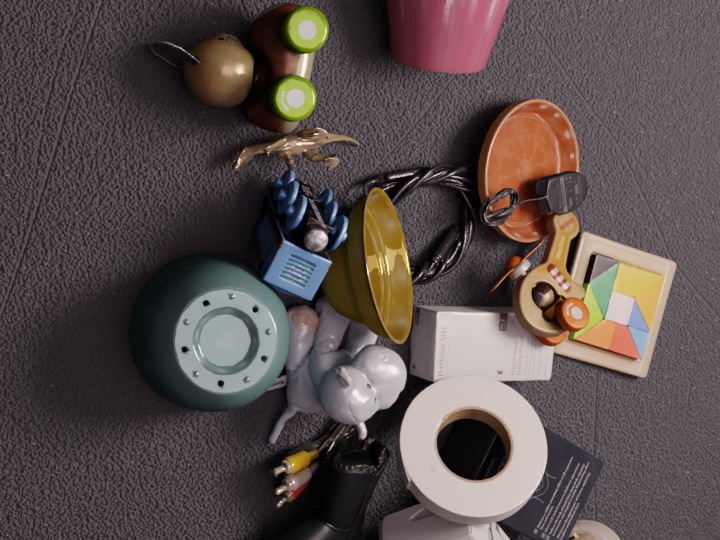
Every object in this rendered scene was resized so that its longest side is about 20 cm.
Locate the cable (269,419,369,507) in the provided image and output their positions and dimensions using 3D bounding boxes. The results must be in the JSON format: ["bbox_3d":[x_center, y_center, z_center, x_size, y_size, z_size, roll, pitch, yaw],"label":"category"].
[{"bbox_3d":[-0.046,0.248,1.685,0.199,0.050,0.098,-29,141,-30],"label":"cable"}]

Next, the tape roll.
[{"bbox_3d":[0.147,0.237,1.667,0.201,0.037,0.204,2,61,-4],"label":"tape roll"}]

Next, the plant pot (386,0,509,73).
[{"bbox_3d":[0.113,-0.360,1.629,0.198,0.200,0.181,-5,114,-26],"label":"plant pot"}]

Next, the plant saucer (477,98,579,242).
[{"bbox_3d":[0.235,-0.142,1.775,0.199,0.032,0.202,-10,106,-40],"label":"plant saucer"}]

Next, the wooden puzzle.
[{"bbox_3d":[0.387,0.054,1.893,0.199,0.037,0.187,16,89,-28],"label":"wooden puzzle"}]

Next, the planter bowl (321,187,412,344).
[{"bbox_3d":[0.000,0.000,1.607,0.083,0.200,0.202,-10,104,17],"label":"planter bowl"}]

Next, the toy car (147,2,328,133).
[{"bbox_3d":[-0.157,-0.260,1.524,0.198,0.164,0.159,10,92,-15],"label":"toy car"}]

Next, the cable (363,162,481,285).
[{"bbox_3d":[0.091,-0.063,1.722,0.198,0.051,0.165,-12,102,-26],"label":"cable"}]

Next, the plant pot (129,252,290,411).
[{"bbox_3d":[-0.174,0.079,1.522,0.199,0.161,0.203,0,91,-15],"label":"plant pot"}]

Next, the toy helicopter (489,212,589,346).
[{"bbox_3d":[0.259,-0.003,1.754,0.131,0.079,0.201,25,61,-12],"label":"toy helicopter"}]

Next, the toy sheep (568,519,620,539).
[{"bbox_3d":[0.333,0.438,1.864,0.139,0.137,0.200,-62,157,-7],"label":"toy sheep"}]

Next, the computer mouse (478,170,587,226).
[{"bbox_3d":[0.239,-0.099,1.751,0.199,0.034,0.059,-15,105,-32],"label":"computer mouse"}]

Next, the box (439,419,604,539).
[{"bbox_3d":[0.223,0.290,1.800,0.199,0.107,0.149,32,83,-27],"label":"box"}]

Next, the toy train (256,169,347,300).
[{"bbox_3d":[-0.081,-0.048,1.563,0.086,0.200,0.115,26,104,-20],"label":"toy train"}]

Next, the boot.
[{"bbox_3d":[-0.052,0.310,1.630,0.199,0.076,0.169,-18,132,-46],"label":"boot"}]

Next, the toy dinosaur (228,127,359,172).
[{"bbox_3d":[-0.069,-0.164,1.602,0.199,0.101,0.059,-12,111,-28],"label":"toy dinosaur"}]

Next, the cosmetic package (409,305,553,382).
[{"bbox_3d":[0.173,0.103,1.772,0.198,0.074,0.103,0,96,-28],"label":"cosmetic package"}]

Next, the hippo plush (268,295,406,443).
[{"bbox_3d":[-0.033,0.126,1.621,0.199,0.160,0.160,-28,108,-21],"label":"hippo plush"}]

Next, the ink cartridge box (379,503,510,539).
[{"bbox_3d":[0.133,0.408,1.728,0.145,0.084,0.200,-25,125,20],"label":"ink cartridge box"}]
